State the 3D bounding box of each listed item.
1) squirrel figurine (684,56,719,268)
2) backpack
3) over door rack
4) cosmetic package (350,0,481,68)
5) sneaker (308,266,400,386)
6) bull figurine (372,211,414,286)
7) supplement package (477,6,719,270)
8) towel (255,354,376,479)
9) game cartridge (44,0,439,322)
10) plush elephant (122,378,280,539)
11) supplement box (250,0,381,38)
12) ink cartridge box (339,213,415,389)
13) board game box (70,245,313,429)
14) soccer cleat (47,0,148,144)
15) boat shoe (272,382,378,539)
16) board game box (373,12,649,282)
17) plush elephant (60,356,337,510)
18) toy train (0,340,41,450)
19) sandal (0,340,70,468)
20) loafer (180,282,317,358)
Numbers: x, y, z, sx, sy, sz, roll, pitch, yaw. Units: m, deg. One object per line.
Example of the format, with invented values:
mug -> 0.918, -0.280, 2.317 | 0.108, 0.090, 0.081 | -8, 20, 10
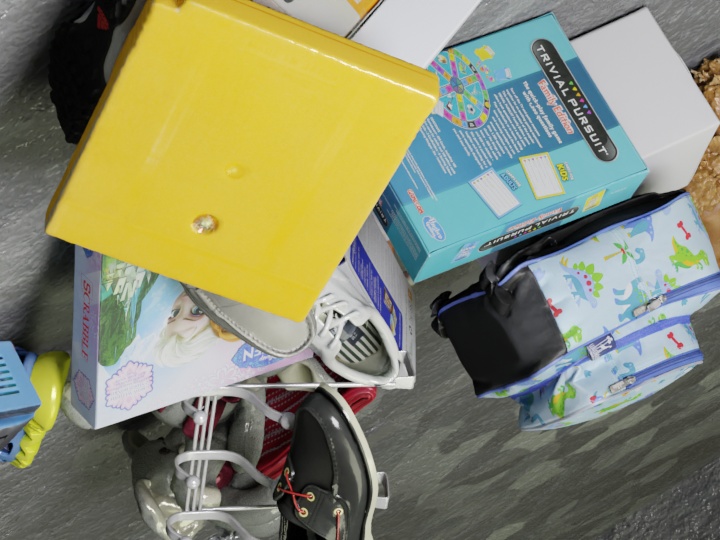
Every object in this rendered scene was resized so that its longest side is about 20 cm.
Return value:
squirrel figurine -> 0.352, -0.119, 1.913 | 0.186, 0.142, 0.200 | -37, 163, 2
backpack -> 0.186, 0.035, 1.640 | 0.199, 0.148, 0.183 | -26, 176, -20
over door rack -> -0.049, 0.149, 1.657 | 0.199, 0.067, 0.148 | -8, 131, -24
cosmetic package -> 0.012, -0.134, 1.361 | 0.200, 0.052, 0.151 | -52, -178, -41
sneaker -> -0.030, 0.022, 1.550 | 0.073, 0.071, 0.200 | -52, 137, 1
bull figurine -> 0.079, -0.044, 1.808 | 0.199, 0.065, 0.121 | -19, 165, -15
supplement package -> 0.169, -0.103, 1.701 | 0.199, 0.122, 0.120 | -24, 161, -14
towel -> -0.036, 0.078, 1.806 | 0.022, 0.201, 0.144 | 36, 121, -25
game cartridge -> -0.073, -0.069, 1.239 | 0.175, 0.033, 0.200 | 20, 129, -16
plush elephant -> -0.138, 0.175, 1.902 | 0.154, 0.165, 0.201 | 21, 105, -30
supplement box -> -0.080, -0.120, 1.305 | 0.200, 0.073, 0.126 | -43, -174, 33
ink cartridge box -> 0.000, 0.000, 1.672 | 0.037, 0.095, 0.200 | -11, 139, 14
board game box -> -0.117, 0.001, 1.544 | 0.199, 0.041, 0.201 | -18, 130, -32
soccer cleat -> -0.132, -0.145, 1.247 | 0.073, 0.068, 0.200 | -11, 150, -32
boat shoe -> -0.030, 0.173, 1.592 | 0.063, 0.074, 0.202 | -25, 137, -26
board game box -> 0.093, -0.094, 1.568 | 0.199, 0.152, 0.047 | -20, 160, -24
plush elephant -> -0.112, 0.078, 1.702 | 0.200, 0.165, 0.155 | -49, -172, -35
toy train -> -0.323, 0.108, 1.530 | 0.086, 0.115, 0.200 | -3, 147, -51
sandal -> -0.283, 0.100, 1.656 | 0.087, 0.080, 0.200 | 15, 156, -10
loafer -> -0.096, -0.005, 1.441 | 0.070, 0.070, 0.200 | -45, 120, 0
